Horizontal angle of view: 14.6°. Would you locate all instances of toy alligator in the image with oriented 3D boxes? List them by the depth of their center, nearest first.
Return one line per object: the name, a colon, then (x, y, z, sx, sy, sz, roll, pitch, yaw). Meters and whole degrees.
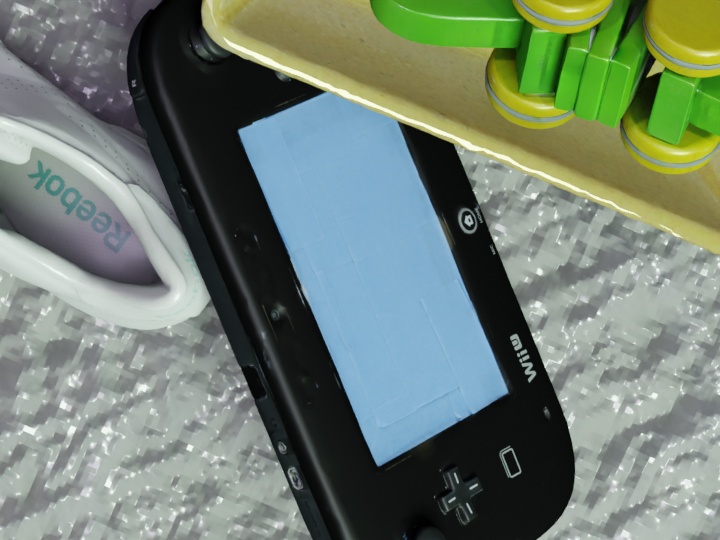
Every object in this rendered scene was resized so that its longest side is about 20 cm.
toy alligator: (0.103, -0.062, 0.801, 0.200, 0.059, 0.054, 18, 58, 7)

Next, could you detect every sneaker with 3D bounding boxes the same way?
sneaker: (-0.130, -0.044, 0.852, 0.200, 0.088, 0.075, 27, 96, -3)

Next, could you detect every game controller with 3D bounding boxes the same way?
game controller: (0.000, 0.000, 0.862, 0.104, 0.042, 0.200, -25, 95, -33)

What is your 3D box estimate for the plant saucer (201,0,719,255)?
plant saucer: (0.071, -0.129, 0.850, 0.200, 0.048, 0.200, 22, 94, -19)
